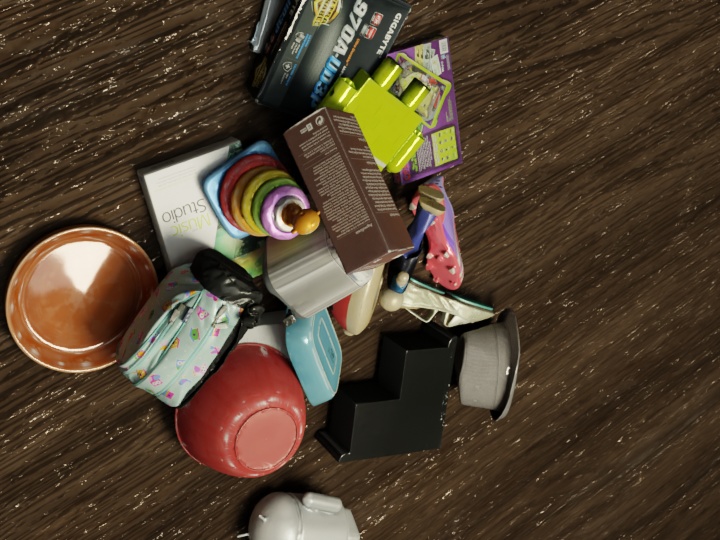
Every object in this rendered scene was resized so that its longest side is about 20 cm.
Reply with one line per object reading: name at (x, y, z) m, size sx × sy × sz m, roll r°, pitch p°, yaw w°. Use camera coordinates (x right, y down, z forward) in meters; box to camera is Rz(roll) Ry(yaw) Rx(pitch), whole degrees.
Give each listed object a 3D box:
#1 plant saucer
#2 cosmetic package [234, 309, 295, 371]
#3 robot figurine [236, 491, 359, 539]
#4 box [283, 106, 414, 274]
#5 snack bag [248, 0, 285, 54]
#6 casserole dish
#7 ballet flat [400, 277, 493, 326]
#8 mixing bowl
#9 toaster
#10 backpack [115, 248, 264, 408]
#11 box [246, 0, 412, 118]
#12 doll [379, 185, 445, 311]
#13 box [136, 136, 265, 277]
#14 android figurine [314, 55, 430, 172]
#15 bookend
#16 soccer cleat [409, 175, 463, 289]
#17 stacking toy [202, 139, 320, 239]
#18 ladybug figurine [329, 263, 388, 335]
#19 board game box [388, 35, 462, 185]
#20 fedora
plant saucer at (-0.366, 0.036, 1.160) m, size 0.198 × 0.032 × 0.203 m, roll -12°, pitch 113°, yaw -29°
cosmetic package at (-0.169, 0.169, 1.320) m, size 0.149 × 0.052 × 0.203 m, roll -7°, pitch 111°, yaw -31°
robot figurine at (-0.098, 0.421, 1.421) m, size 0.198 × 0.113 × 0.170 m, roll 17°, pitch 118°, yaw -35°
box at (-0.013, -0.102, 1.132) m, size 0.074 × 0.202 × 0.100 m, roll -28°, pitch 173°, yaw 22°
snack bag at (-0.043, -0.371, 1.212) m, size 0.198 × 0.021 × 0.191 m, roll 9°, pitch 103°, yaw -34°
casserole dish at (-0.066, 0.114, 1.311) m, size 0.038 × 0.122 × 0.201 m, roll -3°, pitch 136°, yaw 13°
ballet flat at (0.132, 0.060, 1.460) m, size 0.198 × 0.067 × 0.063 m, roll 20°, pitch 96°, yaw -26°
mixing bowl at (-0.154, 0.216, 1.252) m, size 0.198 × 0.108 × 0.203 m, roll -10°, pitch 112°, yaw -27°
toaster at (-0.057, -0.027, 1.216) m, size 0.128 × 0.201 × 0.114 m, roll -26°, pitch 127°, yaw 23°
backpack at (-0.227, 0.075, 1.159) m, size 0.126 × 0.167 × 0.201 m, roll 36°, pitch 93°, yaw -15°
box at (-0.044, -0.301, 1.188) m, size 0.158 × 0.046 × 0.201 m, roll 13°, pitch 118°, yaw -37°
doll at (0.070, -0.023, 1.329) m, size 0.048 × 0.137 × 0.202 m, roll 18°, pitch 120°, yaw -8°
box at (-0.211, -0.066, 1.215) m, size 0.143 × 0.036 × 0.202 m, roll -24°, pitch 120°, yaw -22°
android figurine at (0.008, -0.199, 1.242) m, size 0.181 × 0.041 × 0.200 m, roll 29°, pitch 106°, yaw -42°
bookend at (0.041, 0.193, 1.435) m, size 0.198 × 0.092 × 0.202 m, roll -2°, pitch 108°, yaw -30°
soccer cleat at (0.135, -0.057, 1.419) m, size 0.077 × 0.066 × 0.201 m, roll -49°, pitch 132°, yaw -33°
stacking toy at (-0.106, -0.083, 1.131) m, size 0.116 × 0.199 × 0.110 m, roll -38°, pitch 124°, yaw -17°
ladybug figurine at (0.000, 0.000, 1.327) m, size 0.071 × 0.136 × 0.203 m, roll 17°, pitch 96°, yaw 4°
board game box at (0.092, -0.244, 1.340) m, size 0.119 × 0.032 × 0.202 m, roll -23°, pitch 118°, yaw -27°
fedora at (0.207, 0.161, 1.499) m, size 0.089 × 0.178 × 0.201 m, roll 2°, pitch 138°, yaw -2°
